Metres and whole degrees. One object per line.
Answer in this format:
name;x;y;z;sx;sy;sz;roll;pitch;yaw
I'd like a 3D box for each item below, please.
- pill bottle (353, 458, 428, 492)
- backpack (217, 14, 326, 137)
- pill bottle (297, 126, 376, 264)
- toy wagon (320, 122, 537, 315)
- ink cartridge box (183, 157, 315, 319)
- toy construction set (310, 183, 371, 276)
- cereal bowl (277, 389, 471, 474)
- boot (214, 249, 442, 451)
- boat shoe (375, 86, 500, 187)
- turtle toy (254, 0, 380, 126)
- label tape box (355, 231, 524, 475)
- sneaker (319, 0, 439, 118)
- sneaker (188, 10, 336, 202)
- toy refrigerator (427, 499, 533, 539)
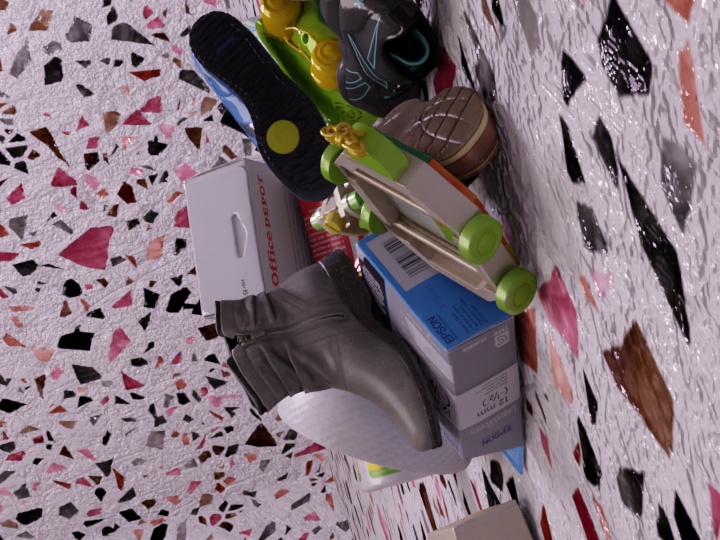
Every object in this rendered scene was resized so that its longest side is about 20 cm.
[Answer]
pill bottle;0.029;0.142;1.420;0.111;0.110;0.203;117;138;-80
backpack;-0.064;-0.207;1.298;0.200;0.165;0.128;-140;40;-68
pill bottle;0.003;-0.035;1.257;0.112;0.111;0.203;157;99;-83
toy wagon;0.039;-0.046;0.849;0.155;0.040;0.200;32;168;39
ink cartridge box;-0.088;-0.025;1.294;0.199;0.084;0.147;10;-112;-61
toy construction set;0.000;0.000;1.134;0.092;0.130;0.203;-3;71;53
cereal bowl;0.023;0.119;1.190;0.200;0.197;0.084;-134;58;-76
boot;-0.030;0.085;0.987;0.201;0.130;0.068;56;164;30
boat shoe;0.061;-0.087;0.917;0.068;0.072;0.200;43;172;-15
turtle toy;-0.032;-0.210;1.133;0.200;0.101;0.146;49;166;23
label tape box;0.067;0.075;1.016;0.143;0.066;0.202;49;158;41
sneaker;0.022;-0.166;0.985;0.079;0.075;0.200;41;174;23
sneaker;-0.082;-0.146;1.124;0.201;0.066;0.078;53;179;9
toy refrigerator;0.117;0.264;1.153;0.200;0.069;0.077;101;147;-76
